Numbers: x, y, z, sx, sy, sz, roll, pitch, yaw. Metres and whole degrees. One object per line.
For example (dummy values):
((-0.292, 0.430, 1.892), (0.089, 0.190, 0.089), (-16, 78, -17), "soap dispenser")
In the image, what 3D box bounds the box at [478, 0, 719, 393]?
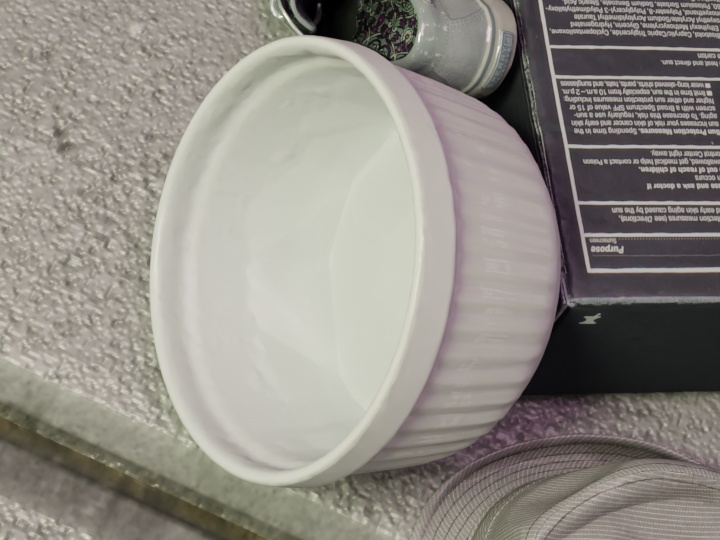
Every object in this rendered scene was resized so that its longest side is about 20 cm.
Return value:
((0.163, -0.047, 0.901), (0.200, 0.123, 0.199), (0, 63, -14), "box")

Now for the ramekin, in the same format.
((0.000, 0.000, 0.807), (0.105, 0.200, 0.201), (7, 60, -40), "ramekin")

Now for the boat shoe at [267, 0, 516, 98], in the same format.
((-0.005, -0.140, 0.889), (0.071, 0.070, 0.201), (9, 15, -38), "boat shoe")

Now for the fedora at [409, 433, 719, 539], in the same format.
((0.127, 0.149, 0.822), (0.200, 0.090, 0.177), (9, 62, -9), "fedora")
